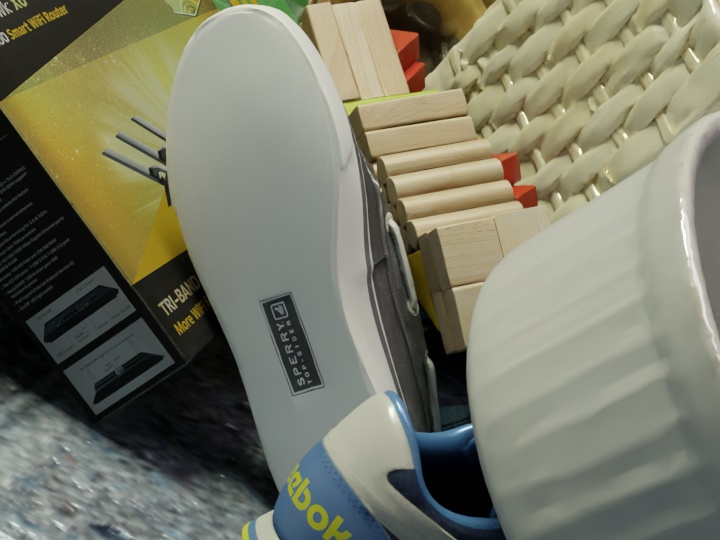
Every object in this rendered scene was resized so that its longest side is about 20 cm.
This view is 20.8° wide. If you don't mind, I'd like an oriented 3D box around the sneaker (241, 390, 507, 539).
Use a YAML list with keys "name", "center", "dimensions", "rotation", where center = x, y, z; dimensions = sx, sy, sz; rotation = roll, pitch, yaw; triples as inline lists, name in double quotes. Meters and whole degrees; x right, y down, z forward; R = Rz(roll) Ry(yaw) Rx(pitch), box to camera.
- name: "sneaker"
  center: [0.061, 0.103, 0.681]
  dimensions: [0.200, 0.082, 0.074]
  rotation: [22, 16, -28]

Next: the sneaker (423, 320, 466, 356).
- name: "sneaker"
  center: [0.000, 0.000, 0.950]
  dimensions: [0.200, 0.079, 0.095]
  rotation: [28, 38, 3]

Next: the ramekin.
- name: "ramekin"
  center: [0.123, 0.057, 0.655]
  dimensions: [0.200, 0.098, 0.201]
  rotation: [37, 39, -36]

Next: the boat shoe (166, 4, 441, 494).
- name: "boat shoe"
  center: [-0.013, -0.001, 0.726]
  dimensions: [0.068, 0.072, 0.200]
  rotation: [-29, 102, -64]

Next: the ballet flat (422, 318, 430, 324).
- name: "ballet flat"
  center: [0.017, -0.002, 0.868]
  dimensions: [0.071, 0.071, 0.200]
  rotation: [33, 38, 18]

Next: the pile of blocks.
- name: "pile of blocks"
  center: [0.029, -0.033, 0.788]
  dimensions: [0.062, 0.082, 0.200]
  rotation: [-10, 45, -18]

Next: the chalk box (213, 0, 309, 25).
- name: "chalk box"
  center: [-0.116, -0.143, 1.074]
  dimensions: [0.200, 0.125, 0.124]
  rotation: [30, 16, 10]

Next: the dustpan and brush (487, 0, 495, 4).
- name: "dustpan and brush"
  center: [0.078, -0.117, 1.015]
  dimensions: [0.200, 0.057, 0.140]
  rotation: [15, -31, 27]

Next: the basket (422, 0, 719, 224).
- name: "basket"
  center: [0.123, -0.062, 0.808]
  dimensions: [0.123, 0.200, 0.136]
  rotation: [4, 56, -34]

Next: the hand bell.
- name: "hand bell"
  center: [-0.002, -0.083, 1.035]
  dimensions: [0.104, 0.104, 0.200]
  rotation: [26, -23, -6]

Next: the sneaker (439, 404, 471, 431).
- name: "sneaker"
  center: [0.089, 0.060, 0.792]
  dimensions: [0.200, 0.096, 0.079]
  rotation: [10, 17, -4]

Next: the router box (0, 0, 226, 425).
- name: "router box"
  center: [-0.094, -0.049, 0.783]
  dimensions: [0.157, 0.052, 0.200]
  rotation: [54, 26, -6]
